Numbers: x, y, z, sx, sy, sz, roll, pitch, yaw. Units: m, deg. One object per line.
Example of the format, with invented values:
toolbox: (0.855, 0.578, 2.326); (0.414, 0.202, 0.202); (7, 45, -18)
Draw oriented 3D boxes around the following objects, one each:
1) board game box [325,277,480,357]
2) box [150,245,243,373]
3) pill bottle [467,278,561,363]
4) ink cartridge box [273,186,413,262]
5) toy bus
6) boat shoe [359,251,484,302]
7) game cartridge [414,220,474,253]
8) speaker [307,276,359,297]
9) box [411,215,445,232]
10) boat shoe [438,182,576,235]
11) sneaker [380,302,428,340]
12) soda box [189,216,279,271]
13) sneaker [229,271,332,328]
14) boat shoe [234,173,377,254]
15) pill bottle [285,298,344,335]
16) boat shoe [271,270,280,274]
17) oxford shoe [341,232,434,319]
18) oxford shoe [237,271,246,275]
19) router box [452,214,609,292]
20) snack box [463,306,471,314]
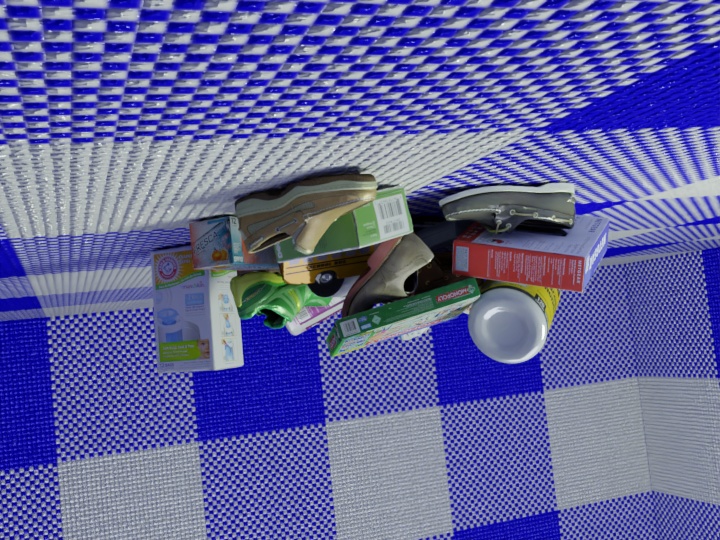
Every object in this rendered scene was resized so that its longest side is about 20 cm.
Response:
board game box: (0.055, 0.066, 1.159); (0.197, 0.030, 0.135); (-17, 166, -12)
box: (-0.269, 0.062, 1.390); (0.111, 0.204, 0.101); (-5, 176, 19)
pill bottle: (0.230, 0.040, 1.222); (0.110, 0.114, 0.200); (-8, -159, 26)
ink cartridge box: (-0.044, -0.052, 1.043); (0.198, 0.060, 0.103); (-9, -175, 43)
toy bus: (-0.018, -0.035, 1.172); (0.197, 0.066, 0.079); (-10, 140, -13)
boat shoe: (0.092, 0.000, 1.237); (0.197, 0.068, 0.072); (-4, -142, -14)
game cartridge: (0.139, -0.040, 1.324); (0.131, 0.042, 0.199); (-16, 168, 24)
speaker: (0.000, 0.000, 1.312); (0.080, 0.083, 0.199); (-9, 175, 33)
box: (0.044, -0.060, 1.343); (0.198, 0.037, 0.142); (-4, 175, -43)
boat shoe: (0.200, -0.079, 1.123); (0.199, 0.061, 0.072); (-5, 175, -20)
sneaker: (0.077, 0.069, 1.329); (0.074, 0.088, 0.199); (31, -173, 29)
soda box: (-0.156, -0.035, 1.185); (0.067, 0.065, 0.199); (-7, 177, 23)
sneaker: (-0.123, 0.048, 1.300); (0.073, 0.085, 0.198); (-8, 172, 41)
boat shoe: (-0.058, -0.056, 0.933); (0.198, 0.078, 0.071); (-10, 174, 43)
pill bottle: (-0.058, 0.021, 1.496); (0.198, 0.113, 0.112); (-28, 176, -1)
boat shoe: (-0.102, -0.008, 1.394); (0.073, 0.068, 0.199); (3, -179, -33)
oxford shoe: (0.032, 0.024, 1.123); (0.071, 0.074, 0.201); (-52, 175, -40)
oxford shoe: (-0.209, -0.012, 1.511); (0.197, 0.072, 0.073); (-12, 161, -14)
router box: (0.242, -0.035, 1.178); (0.177, 0.050, 0.200); (8, -159, 23)
snack box: (0.127, 0.026, 1.366); (0.071, 0.025, 0.200); (21, -171, -20)
